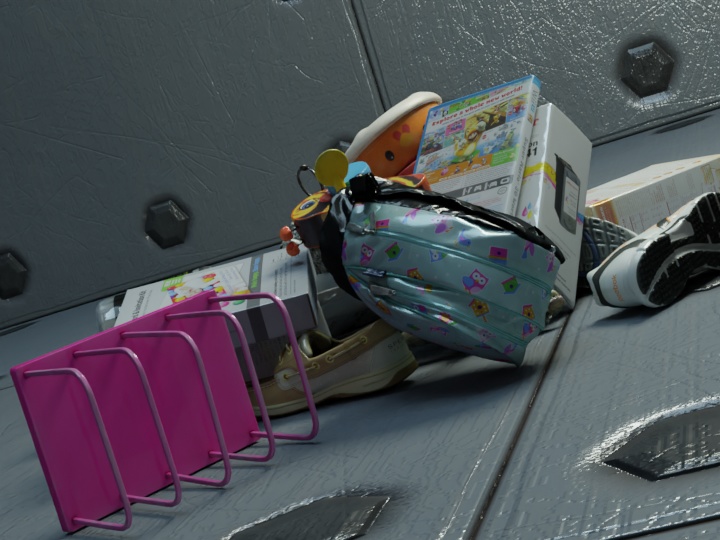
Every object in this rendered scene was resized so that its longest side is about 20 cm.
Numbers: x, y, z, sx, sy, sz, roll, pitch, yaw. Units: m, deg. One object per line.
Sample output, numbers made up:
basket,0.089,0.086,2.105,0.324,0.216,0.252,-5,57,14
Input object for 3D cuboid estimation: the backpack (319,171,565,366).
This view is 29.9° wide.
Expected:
backpack,0.078,0.001,1.169,0.198,0.129,0.166,17,0,37

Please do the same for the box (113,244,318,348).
box,-0.142,0.037,1.334,0.197,0.042,0.156,-16,19,3

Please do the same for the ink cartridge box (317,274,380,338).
ink cartridge box,0.012,0.009,1.595,0.197,0.089,0.145,-18,-12,-19

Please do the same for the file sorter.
file sorter,-0.152,0.110,1.093,0.198,0.141,0.125,-22,9,-37

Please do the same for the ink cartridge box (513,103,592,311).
ink cartridge box,0.149,-0.052,1.384,0.146,0.203,0.085,-16,-38,37

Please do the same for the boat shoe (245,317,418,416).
boat shoe,-0.039,0.088,1.276,0.198,0.067,0.074,-17,7,28

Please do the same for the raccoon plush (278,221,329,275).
raccoon plush,0.000,0.000,1.435,0.133,0.097,0.200,-28,54,-18

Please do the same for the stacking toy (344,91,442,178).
stacking toy,0.084,-0.085,1.511,0.145,0.201,0.146,-37,-9,-7

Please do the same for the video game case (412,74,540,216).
video game case,0.109,-0.099,1.380,0.142,0.018,0.202,-13,52,41

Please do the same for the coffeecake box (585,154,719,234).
coffeecake box,0.318,-0.068,1.590,0.198,0.074,0.153,-20,7,-21

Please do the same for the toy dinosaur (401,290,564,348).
toy dinosaur,0.093,0.032,1.294,0.198,0.089,0.047,-15,9,30

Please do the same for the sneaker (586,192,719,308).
sneaker,0.286,-0.019,1.262,0.199,0.075,0.079,-23,6,-41

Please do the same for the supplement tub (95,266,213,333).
supplement tub,-0.240,0.070,1.780,0.197,0.124,0.123,-18,6,0

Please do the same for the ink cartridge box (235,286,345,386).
ink cartridge box,-0.094,0.083,1.397,0.197,0.069,0.115,-20,-7,-12

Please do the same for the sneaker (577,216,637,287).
sneaker,0.218,-0.014,1.433,0.198,0.076,0.086,-5,-6,39

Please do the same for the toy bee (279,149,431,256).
toy bee,-0.021,-0.048,1.338,0.109,0.132,0.199,-42,8,-32
